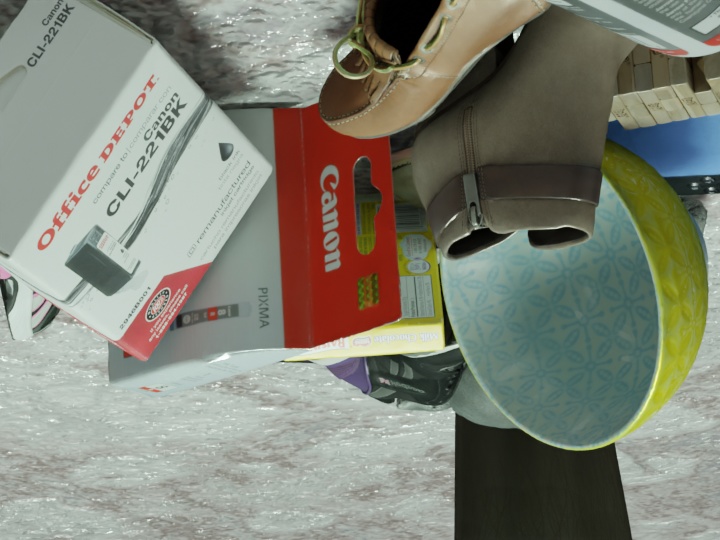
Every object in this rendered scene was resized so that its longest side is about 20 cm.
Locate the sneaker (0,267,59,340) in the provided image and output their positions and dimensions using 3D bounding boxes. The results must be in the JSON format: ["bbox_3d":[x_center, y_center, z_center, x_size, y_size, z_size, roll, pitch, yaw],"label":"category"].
[{"bbox_3d":[-0.202,-0.010,1.576,0.086,0.081,0.200,-12,167,-9],"label":"sneaker"}]

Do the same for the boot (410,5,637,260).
[{"bbox_3d":[0.114,-0.088,1.306,0.199,0.147,0.070,-19,153,36],"label":"boot"}]

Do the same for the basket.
[{"bbox_3d":[0.137,0.140,1.859,0.135,0.202,0.180,-15,158,27],"label":"basket"}]

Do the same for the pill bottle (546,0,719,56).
[{"bbox_3d":[0.108,-0.179,1.099,0.115,0.117,0.199,-20,154,39],"label":"pill bottle"}]

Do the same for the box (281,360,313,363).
[{"bbox_3d":[-0.046,0.024,1.753,0.142,0.036,0.200,3,160,-18],"label":"box"}]

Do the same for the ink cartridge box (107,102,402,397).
[{"bbox_3d":[-0.070,-0.023,1.430,0.199,0.163,0.050,-19,154,36],"label":"ink cartridge box"}]

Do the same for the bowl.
[{"bbox_3d":[0.152,0.001,1.472,0.107,0.201,0.200,-16,171,-36],"label":"bowl"}]

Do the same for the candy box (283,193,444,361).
[{"bbox_3d":[0.000,0.000,1.518,0.101,0.200,0.027,-6,115,2],"label":"candy box"}]

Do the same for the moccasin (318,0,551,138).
[{"bbox_3d":[0.028,-0.131,1.284,0.077,0.074,0.201,17,156,-24],"label":"moccasin"}]

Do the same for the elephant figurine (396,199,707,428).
[{"bbox_3d":[0.136,0.028,1.686,0.141,0.156,0.200,26,149,-1],"label":"elephant figurine"}]

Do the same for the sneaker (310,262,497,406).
[{"bbox_3d":[0.051,0.051,1.632,0.087,0.076,0.199,40,156,-24],"label":"sneaker"}]

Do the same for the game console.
[{"bbox_3d":[0.221,-0.043,1.472,0.169,0.119,0.200,-3,161,15],"label":"game console"}]

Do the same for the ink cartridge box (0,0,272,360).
[{"bbox_3d":[-0.148,-0.053,1.341,0.083,0.145,0.200,31,173,25],"label":"ink cartridge box"}]

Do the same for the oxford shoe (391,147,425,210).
[{"bbox_3d":[0.094,-0.035,1.556,0.199,0.074,0.071,14,156,-38],"label":"oxford shoe"}]

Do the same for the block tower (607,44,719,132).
[{"bbox_3d":[0.201,-0.124,1.360,0.199,0.054,0.058,-10,160,19],"label":"block tower"}]
